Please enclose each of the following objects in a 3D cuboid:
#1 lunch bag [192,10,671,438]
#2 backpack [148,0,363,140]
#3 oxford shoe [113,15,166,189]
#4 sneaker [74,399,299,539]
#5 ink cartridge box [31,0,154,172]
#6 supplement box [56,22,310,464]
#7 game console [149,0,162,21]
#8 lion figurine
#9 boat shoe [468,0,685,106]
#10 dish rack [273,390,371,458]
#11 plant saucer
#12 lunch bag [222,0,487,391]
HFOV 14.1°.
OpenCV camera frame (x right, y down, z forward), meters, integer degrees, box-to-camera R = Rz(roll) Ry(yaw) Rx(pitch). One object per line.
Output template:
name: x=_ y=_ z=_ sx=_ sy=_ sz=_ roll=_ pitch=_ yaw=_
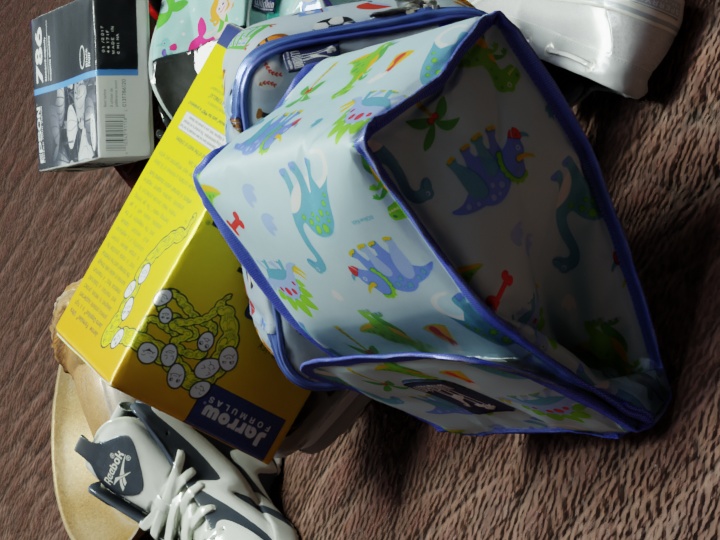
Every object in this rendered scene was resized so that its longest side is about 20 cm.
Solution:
lunch bag: x=0.040 y=-0.002 z=1.362 sx=0.127 sy=0.200 sz=0.170 roll=-44 pitch=19 yaw=-25
backpack: x=-0.039 y=-0.143 z=1.757 sx=0.150 sy=0.178 sz=0.200 roll=-22 pitch=42 yaw=19
oxford shoe: x=-0.109 y=-0.077 z=1.811 sx=0.070 sy=0.075 sz=0.201 roll=-40 pitch=62 yaw=46
sneaker: x=-0.111 y=0.142 z=1.736 sx=0.080 sy=0.129 sz=0.199 roll=-57 pitch=22 yaw=32
ink cartridge box: x=-0.169 y=-0.111 z=1.777 sx=0.200 sy=0.039 sz=0.100 roll=173 pitch=93 yaw=-72
supplement box: x=-0.061 y=-0.016 z=1.582 sx=0.200 sy=0.109 sz=0.109 roll=-61 pitch=26 yaw=3
game console: x=-0.057 y=-0.205 z=1.879 sx=0.031 sy=0.177 sz=0.200 roll=0 pitch=57 yaw=37
lion figurine: x=-0.157 y=0.088 z=1.896 sx=0.122 sy=0.072 sz=0.201 roll=136 pitch=129 yaw=-59
boat shoe: x=0.105 y=-0.117 z=1.527 sx=0.200 sy=0.072 sz=0.069 roll=12 pitch=81 yaw=62
dish rack: x=0.000 y=0.000 z=1.637 sx=0.200 sy=0.043 sz=0.172 roll=-51 pitch=36 yaw=17
plant saucer: x=-0.159 y=0.101 z=2.006 sx=0.200 sy=0.035 sz=0.201 roll=-19 pitch=68 yaw=59
lunch bag: x=0.014 y=-0.045 z=1.490 sx=0.076 sy=0.160 sz=0.201 roll=-127 pitch=30 yaw=-72
